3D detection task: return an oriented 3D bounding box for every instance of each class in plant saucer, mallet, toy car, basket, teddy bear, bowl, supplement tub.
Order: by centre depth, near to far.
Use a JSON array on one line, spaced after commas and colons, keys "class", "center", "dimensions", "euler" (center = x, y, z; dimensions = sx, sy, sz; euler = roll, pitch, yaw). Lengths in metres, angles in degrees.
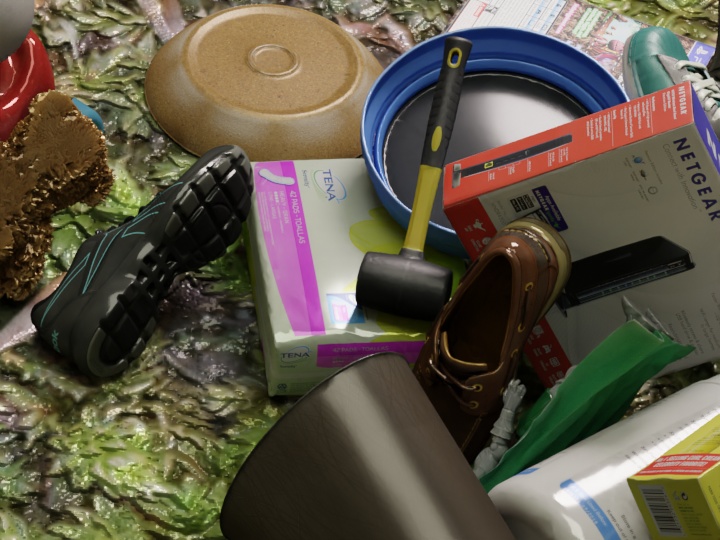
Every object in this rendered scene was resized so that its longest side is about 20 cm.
[{"class": "basket", "center": [0.029, 0.182, 1.507], "dimensions": [0.136, 0.180, 0.200], "euler": [-14, 54, -44]}, {"class": "supplement tub", "center": [0.186, 0.160, 1.567], "dimensions": [0.200, 0.132, 0.132], "euler": [-23, 51, -29]}, {"class": "mallet", "center": [0.037, -0.065, 1.682], "dimensions": [0.066, 0.041, 0.201], "euler": [5, 80, 6]}, {"class": "teddy bear", "center": [-0.270, -0.044, 1.720], "dimensions": [0.145, 0.067, 0.200], "euler": [36, 77, -13]}, {"class": "bowl", "center": [0.099, -0.089, 1.759], "dimensions": [0.200, 0.039, 0.201], "euler": [1, 54, -1]}, {"class": "toy car", "center": [-0.302, -0.167, 1.789], "dimensions": [0.184, 0.200, 0.177], "euler": [34, 49, 26]}, {"class": "plant saucer", "center": [-0.071, -0.154, 1.930], "dimensions": [0.200, 0.035, 0.200], "euler": [4, 44, -4]}]

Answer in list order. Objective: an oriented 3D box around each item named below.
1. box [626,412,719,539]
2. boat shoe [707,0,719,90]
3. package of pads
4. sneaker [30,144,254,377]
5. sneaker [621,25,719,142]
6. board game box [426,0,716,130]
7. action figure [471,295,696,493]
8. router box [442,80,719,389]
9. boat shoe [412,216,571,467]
[{"class": "box", "center": [0.261, 0.100, 1.501], "dimensions": [0.200, 0.050, 0.075], "euler": [-32, 12, -29]}, {"class": "boat shoe", "center": [0.297, -0.139, 1.850], "dimensions": [0.075, 0.074, 0.200], "euler": [14, 83, 18]}, {"class": "package of pads", "center": [0.000, 0.000, 1.753], "dimensions": [0.154, 0.068, 0.200], "euler": [-2, 44, -10]}, {"class": "sneaker", "center": [-0.155, -0.018, 1.721], "dimensions": [0.079, 0.075, 0.200], "euler": [24, 64, 37]}, {"class": "sneaker", "center": [0.255, -0.099, 1.760], "dimensions": [0.071, 0.080, 0.200], "euler": [3, 61, -45]}, {"class": "board game box", "center": [0.153, -0.125, 1.888], "dimensions": [0.200, 0.097, 0.160], "euler": [21, 45, 13]}, {"class": "action figure", "center": [0.124, 0.103, 1.602], "dimensions": [0.055, 0.200, 0.118], "euler": [51, 13, 30]}, {"class": "router box", "center": [0.176, -0.014, 1.652], "dimensions": [0.179, 0.200, 0.049], "euler": [-19, 36, 19]}, {"class": "boat shoe", "center": [0.069, 0.058, 1.607], "dimensions": [0.072, 0.200, 0.068], "euler": [32, 23, 19]}]
